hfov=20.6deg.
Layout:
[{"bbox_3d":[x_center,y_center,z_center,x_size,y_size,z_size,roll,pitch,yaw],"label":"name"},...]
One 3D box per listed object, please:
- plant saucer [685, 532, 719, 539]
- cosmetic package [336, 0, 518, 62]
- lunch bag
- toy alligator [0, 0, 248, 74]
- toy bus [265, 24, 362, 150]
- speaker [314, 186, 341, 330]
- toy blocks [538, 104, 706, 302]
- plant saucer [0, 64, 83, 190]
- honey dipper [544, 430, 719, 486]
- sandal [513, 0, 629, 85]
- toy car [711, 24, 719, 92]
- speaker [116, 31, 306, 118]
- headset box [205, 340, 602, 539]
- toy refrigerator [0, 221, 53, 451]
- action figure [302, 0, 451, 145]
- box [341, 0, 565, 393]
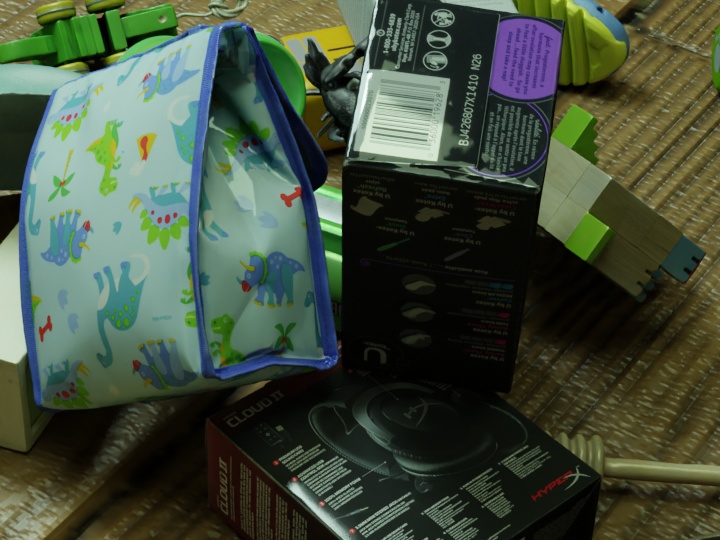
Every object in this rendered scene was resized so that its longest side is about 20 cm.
[{"bbox_3d":[0.224,0.225,1.063,0.198,0.035,0.201,1,40,-1],"label":"plant saucer"},{"bbox_3d":[0.044,-0.191,1.418,0.101,0.075,0.201,-6,41,-12],"label":"cosmetic package"},{"bbox_3d":[-0.111,-0.028,1.148,0.169,0.202,0.127,-14,-6,42],"label":"lunch bag"},{"bbox_3d":[-0.184,-0.181,1.512,0.198,0.060,0.054,-16,3,-21],"label":"toy alligator"},{"bbox_3d":[-0.001,-0.138,1.457,0.198,0.066,0.079,-13,44,-18],"label":"toy bus"},{"bbox_3d":[0.000,0.000,1.265,0.198,0.089,0.089,18,42,18],"label":"speaker"},{"bbox_3d":[0.152,-0.035,1.303,0.136,0.100,0.200,33,5,-35],"label":"toy blocks"},{"bbox_3d":[-0.227,-0.099,1.306,0.199,0.201,0.039,-3,75,-6],"label":"plant saucer"},{"bbox_3d":[0.195,0.123,1.183,0.198,0.038,0.038,6,40,-1],"label":"honey dipper"},{"bbox_3d":[0.129,-0.211,1.544,0.199,0.080,0.087,31,44,27],"label":"sandal"},{"bbox_3d":[0.355,-0.192,1.433,0.162,0.201,0.159,0,40,-2],"label":"toy car"},{"bbox_3d":[-0.108,-0.120,1.350,0.088,0.089,0.200,-18,12,-23],"label":"speaker"},{"bbox_3d":[0.015,0.121,1.141,0.148,0.078,0.199,-29,48,-32],"label":"headset box"},{"bbox_3d":[-0.192,0.017,1.255,0.069,0.076,0.201,14,41,14],"label":"toy refrigerator"},{"bbox_3d":[0.038,-0.108,1.269,0.102,0.120,0.199,-35,26,-20],"label":"action figure"},{"bbox_3d":[0.048,-0.039,1.102,0.105,0.201,0.123,8,56,5],"label":"box"}]
